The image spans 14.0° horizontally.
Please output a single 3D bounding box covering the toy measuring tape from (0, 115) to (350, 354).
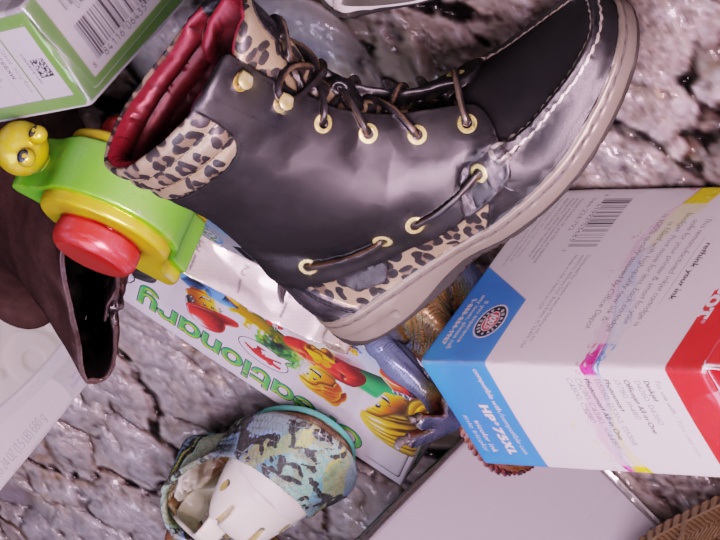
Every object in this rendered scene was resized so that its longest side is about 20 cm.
[{"bbox_3d":[-0.078,-0.016,1.348,0.199,0.074,0.074,29,151,-17],"label":"toy measuring tape"}]

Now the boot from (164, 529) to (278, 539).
[{"bbox_3d":[-0.093,0.212,1.757,0.155,0.077,0.200,-2,141,44],"label":"boot"}]

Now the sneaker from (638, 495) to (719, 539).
[{"bbox_3d":[0.222,0.141,1.359,0.108,0.070,0.199,35,137,-27],"label":"sneaker"}]

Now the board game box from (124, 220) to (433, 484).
[{"bbox_3d":[-0.040,0.016,1.488,0.199,0.035,0.126,33,148,7],"label":"board game box"}]

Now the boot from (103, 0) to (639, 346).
[{"bbox_3d":[0.004,-0.067,1.214,0.150,0.073,0.200,31,124,-28],"label":"boot"}]

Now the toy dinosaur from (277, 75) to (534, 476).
[{"bbox_3d":[0.000,0.000,1.372,0.182,0.105,0.200,53,163,28],"label":"toy dinosaur"}]

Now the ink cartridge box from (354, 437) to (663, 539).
[{"bbox_3d":[0.053,0.185,1.492,0.146,0.147,0.200,46,147,3],"label":"ink cartridge box"}]

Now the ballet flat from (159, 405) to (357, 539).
[{"bbox_3d":[-0.059,0.119,1.570,0.074,0.074,0.200,42,160,-7],"label":"ballet flat"}]

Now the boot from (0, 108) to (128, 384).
[{"bbox_3d":[-0.161,0.000,1.482,0.201,0.072,0.167,93,160,-46],"label":"boot"}]

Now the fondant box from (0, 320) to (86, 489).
[{"bbox_3d":[-0.259,0.035,1.624,0.200,0.145,0.058,44,148,-10],"label":"fondant box"}]

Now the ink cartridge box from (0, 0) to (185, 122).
[{"bbox_3d":[-0.171,-0.120,1.381,0.199,0.104,0.059,-7,127,49],"label":"ink cartridge box"}]

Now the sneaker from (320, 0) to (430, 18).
[{"bbox_3d":[-0.041,-0.163,1.227,0.199,0.076,0.116,24,143,17],"label":"sneaker"}]

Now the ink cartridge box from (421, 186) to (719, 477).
[{"bbox_3d":[0.139,0.025,1.247,0.199,0.116,0.067,1,133,45],"label":"ink cartridge box"}]
